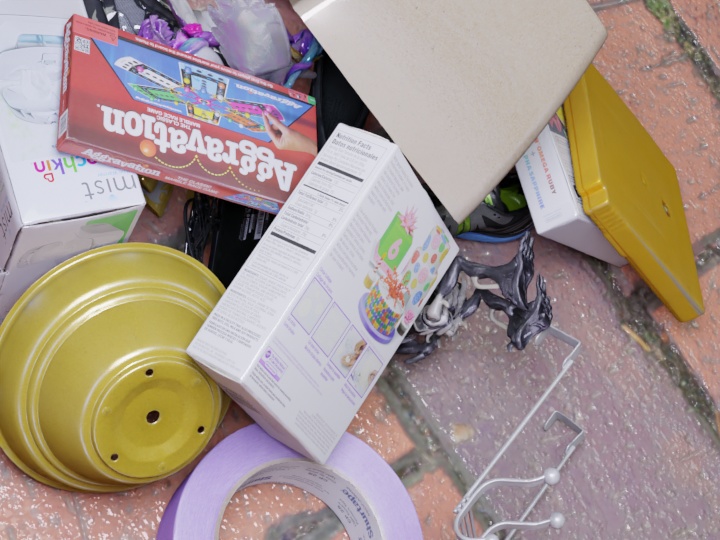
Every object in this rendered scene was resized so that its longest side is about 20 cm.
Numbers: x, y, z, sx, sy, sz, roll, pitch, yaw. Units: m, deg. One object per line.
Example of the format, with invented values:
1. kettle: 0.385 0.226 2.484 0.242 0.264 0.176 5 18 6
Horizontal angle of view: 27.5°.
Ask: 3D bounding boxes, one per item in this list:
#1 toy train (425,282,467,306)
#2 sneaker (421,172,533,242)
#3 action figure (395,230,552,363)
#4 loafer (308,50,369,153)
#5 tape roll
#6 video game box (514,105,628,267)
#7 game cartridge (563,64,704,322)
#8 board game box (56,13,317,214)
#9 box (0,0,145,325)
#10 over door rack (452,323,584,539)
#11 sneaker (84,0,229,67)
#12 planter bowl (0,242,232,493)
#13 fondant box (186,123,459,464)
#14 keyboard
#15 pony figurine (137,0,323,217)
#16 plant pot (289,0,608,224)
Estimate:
1. toy train: 0.000 0.000 1.250 0.198 0.034 0.046 16 57 -15
2. sneaker: 0.080 -0.059 1.271 0.198 0.083 0.071 -9 62 -33
3. action figure: 0.053 0.017 1.188 0.119 0.198 0.103 58 38 -44
4. loafer: -0.005 -0.187 1.273 0.067 0.070 0.203 16 86 -16
5. tape roll: -0.053 0.218 1.114 0.198 0.066 0.202 8 65 -18
6. video game box: 0.184 -0.106 1.305 0.199 0.046 0.184 16 56 -59
7. game cartridge: 0.237 -0.074 1.298 0.200 0.032 0.178 40 36 -40
8. board game box: -0.118 -0.105 1.043 0.198 0.019 0.104 15 58 -31
9. box: -0.246 -0.076 1.087 0.096 0.200 0.178 -12 71 -26
10. over door rack: 0.141 0.166 1.164 0.066 0.148 0.201 17 57 21
11. sneaker: -0.181 -0.184 1.239 0.200 0.075 0.114 43 68 -5
12. planter bowl: -0.160 0.088 1.049 0.199 0.083 0.203 -12 117 -26
13. fondant box: -0.021 0.019 1.060 0.058 0.144 0.201 24 73 34
14. keyboard: -0.099 -0.047 1.159 0.103 0.202 0.040 -7 30 -37
15. pony figurine: -0.124 -0.156 1.159 0.200 0.193 0.166 -48 51 -10
16. plant pot: 0.073 -0.185 1.134 0.176 0.200 0.201 -37 105 5
